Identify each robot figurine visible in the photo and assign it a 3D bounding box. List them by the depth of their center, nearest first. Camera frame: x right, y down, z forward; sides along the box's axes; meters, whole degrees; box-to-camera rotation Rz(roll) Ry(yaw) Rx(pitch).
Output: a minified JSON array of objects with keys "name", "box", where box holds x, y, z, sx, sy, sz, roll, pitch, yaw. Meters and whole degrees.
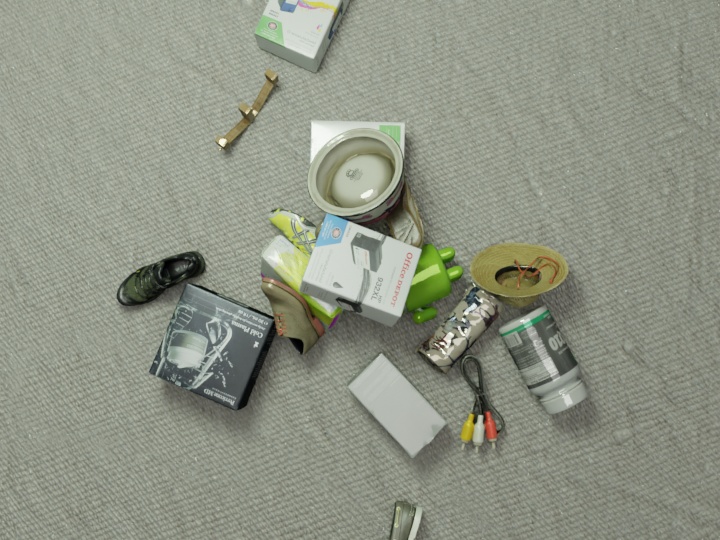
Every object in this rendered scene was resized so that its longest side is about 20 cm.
[{"name":"robot figurine","box":[0.110,0.019,1.606,0.198,0.116,0.177,-23,83,-1]}]

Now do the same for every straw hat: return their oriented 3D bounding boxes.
[{"name":"straw hat","box":[0.328,0.029,1.613,0.199,0.202,0.086,-8,126,0]}]

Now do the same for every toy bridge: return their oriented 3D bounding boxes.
[{"name":"toy bridge","box":[-0.243,-0.337,1.666,0.027,0.067,0.201,35,85,4]}]

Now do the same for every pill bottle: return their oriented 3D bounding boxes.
[{"name":"pill bottle","box":[0.376,0.183,1.590,0.112,0.113,0.201,-27,86,-2]}]

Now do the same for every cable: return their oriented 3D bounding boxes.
[{"name":"cable","box":[0.251,0.274,1.600,0.096,0.050,0.202,-2,100,0]}]

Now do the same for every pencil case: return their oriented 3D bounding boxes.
[{"name":"pencil case","box":[0.202,0.123,1.615,0.089,0.078,0.200,41,86,21]}]

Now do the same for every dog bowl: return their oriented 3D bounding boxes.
[{"name":"dog bowl","box":[-0.001,-0.178,1.533,0.198,0.074,0.202,-8,62,16]}]

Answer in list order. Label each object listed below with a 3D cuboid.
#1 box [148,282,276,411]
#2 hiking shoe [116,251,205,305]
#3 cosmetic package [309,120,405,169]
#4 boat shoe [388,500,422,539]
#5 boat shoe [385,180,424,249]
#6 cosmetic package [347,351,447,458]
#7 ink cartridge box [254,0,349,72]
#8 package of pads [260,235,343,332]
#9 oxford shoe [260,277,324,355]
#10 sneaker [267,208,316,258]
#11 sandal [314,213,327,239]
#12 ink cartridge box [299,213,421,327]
[{"name":"box","box":[-0.295,0.155,1.598,0.198,0.124,0.198,22,87,2]},{"name":"hiking shoe","box":[-0.426,0.010,1.621,0.199,0.101,0.076,-28,85,-2]},{"name":"cosmetic package","box":[-0.007,-0.257,1.648,0.198,0.085,0.109,0,88,0]},{"name":"boat shoe","box":[0.068,0.572,1.582,0.060,0.072,0.204,20,79,4]},{"name":"boat shoe","box":[0.077,-0.125,1.575,0.073,0.066,0.202,-19,72,12]},{"name":"cosmetic package","box":[0.075,0.274,1.601,0.107,0.090,0.200,-42,89,-3]},{"name":"ink cartridge box","box":[-0.121,-0.556,1.675,0.144,0.088,0.202,25,84,3]},{"name":"package of pads","box":[-0.118,0.029,1.585,0.200,0.155,0.068,40,72,4]},{"name":"oxford shoe","box":[-0.141,0.093,1.534,0.075,0.070,0.200,-56,131,-24]},{"name":"sneaker","box":[-0.115,-0.060,1.637,0.199,0.075,0.077,33,85,5]},{"name":"sandal","box":[-0.037,-0.135,1.619,0.054,0.081,0.200,27,59,28]},{"name":"ink cartridge box","box":[0.000,0.000,1.489,0.198,0.084,0.146,21,71,-3]}]
